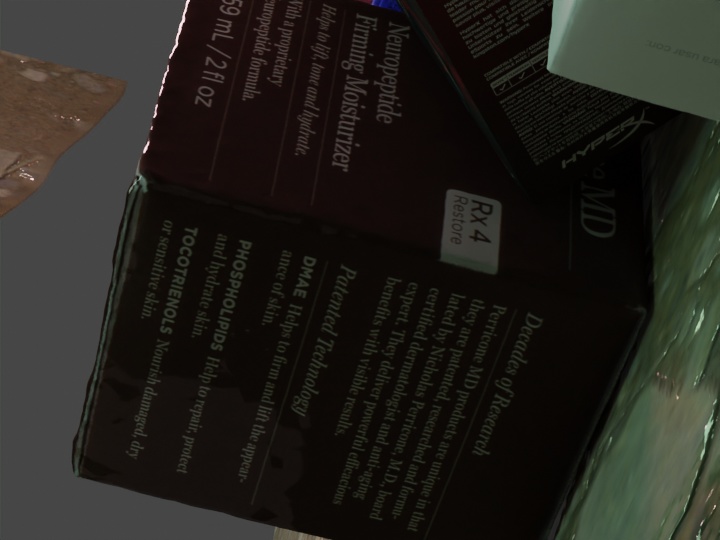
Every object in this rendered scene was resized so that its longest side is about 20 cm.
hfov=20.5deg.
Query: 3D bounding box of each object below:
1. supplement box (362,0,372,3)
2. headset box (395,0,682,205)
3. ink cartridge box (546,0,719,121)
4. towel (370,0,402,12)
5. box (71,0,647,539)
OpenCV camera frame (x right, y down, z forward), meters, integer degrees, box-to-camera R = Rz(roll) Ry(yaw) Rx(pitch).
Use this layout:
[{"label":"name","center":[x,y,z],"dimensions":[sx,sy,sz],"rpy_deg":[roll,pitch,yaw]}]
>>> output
[{"label":"supplement box","center":[0.028,-0.144,1.294],"dimensions":[0.131,0.103,0.200],"rpy_deg":[-49,-6,-19]},{"label":"headset box","center":[0.030,-0.144,0.728],"dimensions":[0.200,0.075,0.149],"rpy_deg":[54,-175,-48]},{"label":"ink cartridge box","center":[0.121,-0.160,0.550],"dimensions":[0.200,0.086,0.147],"rpy_deg":[110,172,-49]},{"label":"towel","center":[0.054,-0.116,1.026],"dimensions":[0.148,0.049,0.200],"rpy_deg":[59,157,20]},{"label":"box","center":[0.000,0.000,0.839],"dimensions":[0.166,0.199,0.165],"rpy_deg":[-82,8,-51]}]
